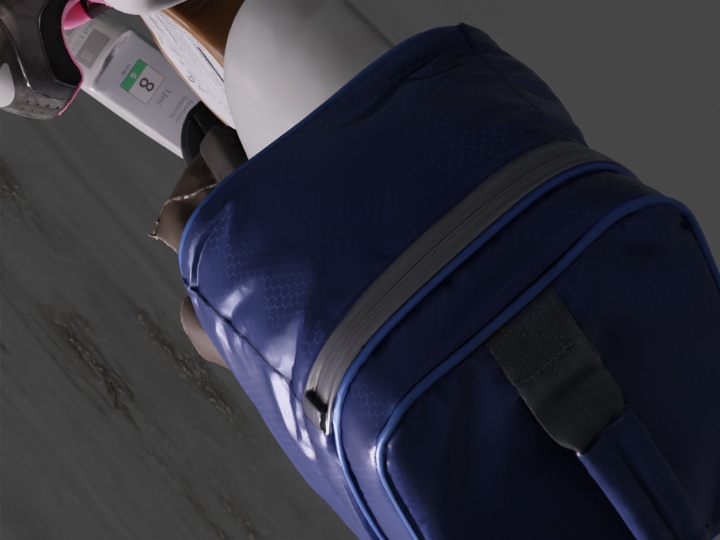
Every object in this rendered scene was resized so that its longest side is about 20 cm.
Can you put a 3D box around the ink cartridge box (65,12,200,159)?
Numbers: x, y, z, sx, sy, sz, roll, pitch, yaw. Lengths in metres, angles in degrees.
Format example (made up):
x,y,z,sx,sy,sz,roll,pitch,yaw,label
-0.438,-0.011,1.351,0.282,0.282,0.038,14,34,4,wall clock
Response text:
x,y,z,sx,sy,sz,roll,pitch,yaw,label
-0.086,-0.079,1.745,0.200,0.050,0.161,34,180,-20,ink cartridge box

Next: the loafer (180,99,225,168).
x,y,z,sx,sy,sz,roll,pitch,yaw,label
-0.022,-0.006,1.510,0.200,0.073,0.072,53,178,-6,loafer

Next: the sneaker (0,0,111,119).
x,y,z,sx,sy,sz,roll,pitch,yaw,label
-0.160,-0.152,1.395,0.095,0.201,0.079,17,144,-21,sneaker

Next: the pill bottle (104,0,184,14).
x,y,z,sx,sy,sz,roll,pitch,yaw,label
-0.077,-0.172,0.729,0.200,0.114,0.114,51,174,4,pill bottle

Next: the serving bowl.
x,y,z,sx,sy,sz,roll,pitch,yaw,label
0.006,-0.028,1.201,0.200,0.066,0.200,50,173,8,serving bowl

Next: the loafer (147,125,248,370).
x,y,z,sx,sy,sz,roll,pitch,yaw,label
-0.035,0.022,1.281,0.073,0.071,0.200,32,-161,-39,loafer

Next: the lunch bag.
x,y,z,sx,sy,sz,roll,pitch,yaw,label
0.048,0.039,0.957,0.132,0.136,0.200,46,172,40,lunch bag

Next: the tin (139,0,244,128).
x,y,z,sx,sy,sz,roll,pitch,yaw,label
-0.060,-0.101,1.388,0.112,0.042,0.200,50,175,-34,tin
